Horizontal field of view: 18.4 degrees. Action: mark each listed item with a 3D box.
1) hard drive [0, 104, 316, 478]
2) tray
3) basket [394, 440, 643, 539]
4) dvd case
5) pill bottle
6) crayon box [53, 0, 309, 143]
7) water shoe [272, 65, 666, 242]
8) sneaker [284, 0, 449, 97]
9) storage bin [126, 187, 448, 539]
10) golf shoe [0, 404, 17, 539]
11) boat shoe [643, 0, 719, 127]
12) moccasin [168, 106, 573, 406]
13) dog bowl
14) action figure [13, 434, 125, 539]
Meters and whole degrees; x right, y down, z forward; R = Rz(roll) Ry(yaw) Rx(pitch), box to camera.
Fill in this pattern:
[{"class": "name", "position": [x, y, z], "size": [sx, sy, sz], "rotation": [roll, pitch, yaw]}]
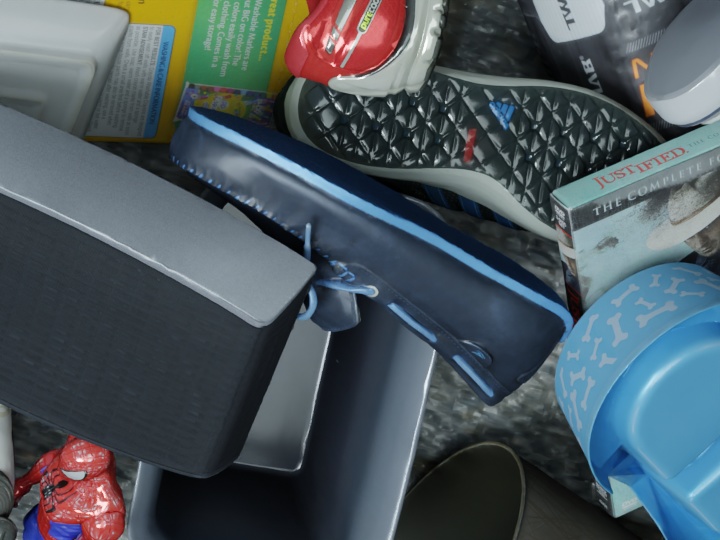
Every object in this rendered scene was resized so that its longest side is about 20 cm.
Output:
[{"class": "hard drive", "position": [-0.130, 0.007, 0.946], "size": [0.200, 0.042, 0.135], "rotation": [26, 129, 2]}, {"class": "tray", "position": [-0.180, -0.035, 1.010], "size": [0.107, 0.022, 0.200], "rotation": [3, 123, -38]}, {"class": "basket", "position": [0.110, 0.197, 1.139], "size": [0.200, 0.136, 0.180], "rotation": [28, 130, -20]}, {"class": "dvd case", "position": [0.168, 0.017, 1.055], "size": [0.146, 0.022, 0.200], "rotation": [-22, 129, -12]}, {"class": "pill bottle", "position": [0.141, -0.112, 1.085], "size": [0.106, 0.106, 0.200], "rotation": [-25, 106, -3]}, {"class": "crayon box", "position": [-0.103, -0.122, 1.038], "size": [0.200, 0.052, 0.126], "rotation": [2, 132, -16]}, {"class": "water shoe", "position": [0.057, -0.060, 1.043], "size": [0.200, 0.079, 0.072], "rotation": [18, 87, -15]}, {"class": "sneaker", "position": [-0.007, -0.174, 0.973], "size": [0.085, 0.077, 0.200], "rotation": [1, 72, -11]}, {"class": "storage bin", "position": [-0.051, 0.042, 1.075], "size": [0.145, 0.134, 0.200], "rotation": [10, 100, -12]}, {"class": "golf shoe", "position": [-0.239, 0.104, 1.072], "size": [0.078, 0.200, 0.095], "rotation": [39, 50, -47]}, {"class": "boat shoe", "position": [0.205, -0.123, 1.022], "size": [0.200, 0.074, 0.065], "rotation": [-48, 111, -27]}, {"class": "moccasin", "position": [0.000, 0.000, 0.964], "size": [0.200, 0.080, 0.068], "rotation": [30, 101, -14]}, {"class": "dog bowl", "position": [0.160, 0.068, 1.030], "size": [0.111, 0.050, 0.200], "rotation": [-43, 137, 4]}, {"class": "action figure", "position": [-0.147, 0.127, 1.052], "size": [0.052, 0.200, 0.066], "rotation": [-1, 60, -23]}]
